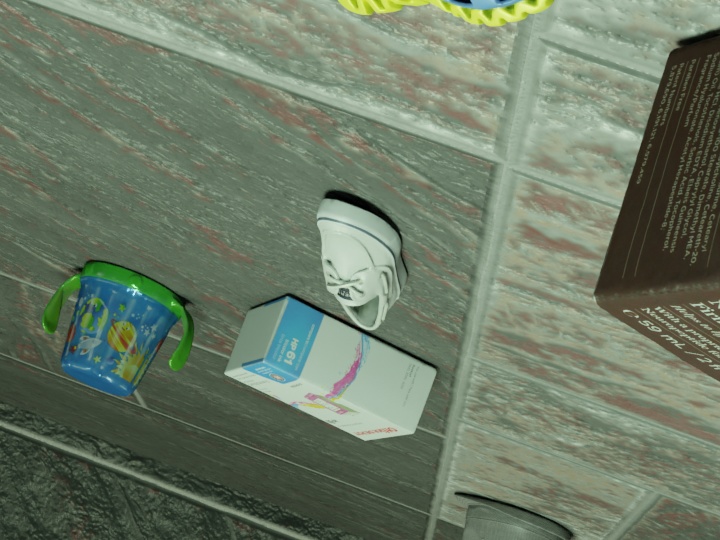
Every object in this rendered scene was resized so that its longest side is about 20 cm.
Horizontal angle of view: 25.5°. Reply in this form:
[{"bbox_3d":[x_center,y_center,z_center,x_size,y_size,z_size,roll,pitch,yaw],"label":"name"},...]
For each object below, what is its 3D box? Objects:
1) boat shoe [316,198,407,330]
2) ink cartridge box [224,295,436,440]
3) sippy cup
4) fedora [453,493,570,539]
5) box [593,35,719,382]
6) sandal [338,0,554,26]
[{"bbox_3d":[0.000,0.000,1.438,0.073,0.066,0.200,15,162,22],"label":"boat shoe"},{"bbox_3d":[-0.034,0.115,1.807,0.198,0.085,0.144,25,163,-17],"label":"ink cartridge box"},{"bbox_3d":[-0.298,0.077,1.935,0.139,0.132,0.177,30,161,-30],"label":"sippy cup"},{"bbox_3d":[0.220,0.415,2.413,0.198,0.091,0.177,11,160,31],"label":"fedora"},{"bbox_3d":[0.262,-0.029,0.848,0.165,0.166,0.199,29,162,-25],"label":"box"},{"bbox_3d":[0.039,-0.178,0.822,0.199,0.080,0.087,3,152,43],"label":"sandal"}]
